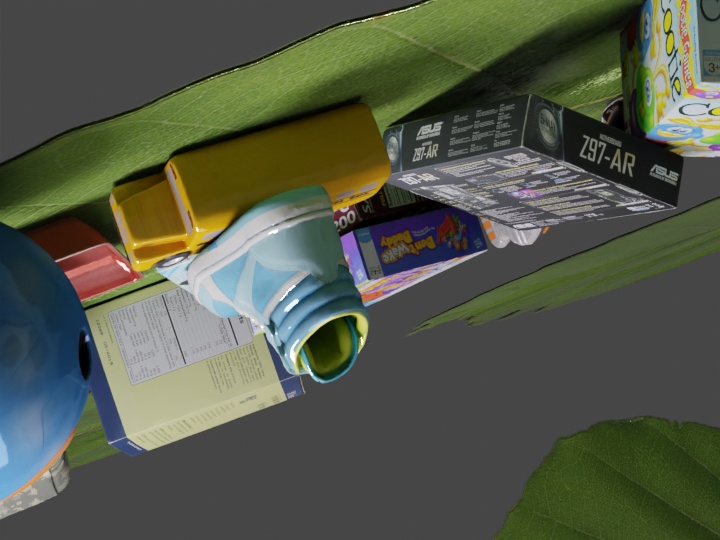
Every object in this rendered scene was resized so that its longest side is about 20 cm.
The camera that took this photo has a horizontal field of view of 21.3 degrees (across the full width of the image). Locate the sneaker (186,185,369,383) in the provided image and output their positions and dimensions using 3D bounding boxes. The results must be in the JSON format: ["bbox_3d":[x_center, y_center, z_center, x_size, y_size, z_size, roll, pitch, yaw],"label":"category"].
[{"bbox_3d":[-0.060,0.031,1.396,0.079,0.132,0.200,-17,169,-25],"label":"sneaker"}]

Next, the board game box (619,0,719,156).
[{"bbox_3d":[0.269,-0.159,1.426,0.104,0.104,0.200,0,169,-7],"label":"board game box"}]

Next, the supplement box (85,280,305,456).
[{"bbox_3d":[-0.172,0.087,1.944,0.198,0.135,0.200,-20,172,-3],"label":"supplement box"}]

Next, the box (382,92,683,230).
[{"bbox_3d":[0.131,-0.081,1.516,0.159,0.044,0.199,18,166,-30],"label":"box"}]

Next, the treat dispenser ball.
[{"bbox_3d":[-0.277,0.060,1.262,0.199,0.203,0.201,-20,172,-3],"label":"treat dispenser ball"}]

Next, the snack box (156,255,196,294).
[{"bbox_3d":[-0.115,-0.022,1.709,0.115,0.037,0.200,-21,172,2],"label":"snack box"}]

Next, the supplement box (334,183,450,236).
[{"bbox_3d":[0.046,-0.072,1.694,0.199,0.061,0.109,-14,170,-33],"label":"supplement box"}]

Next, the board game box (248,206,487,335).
[{"bbox_3d":[0.000,0.000,1.689,0.134,0.045,0.200,-14,173,-35],"label":"board game box"}]

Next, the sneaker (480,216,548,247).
[{"bbox_3d":[0.195,-0.079,2.021,0.111,0.078,0.200,-23,-177,-8],"label":"sneaker"}]

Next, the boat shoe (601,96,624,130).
[{"bbox_3d":[0.265,-0.138,1.813,0.072,0.073,0.200,-3,173,-3],"label":"boat shoe"}]

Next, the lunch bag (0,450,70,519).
[{"bbox_3d":[-0.391,0.158,1.867,0.198,0.140,0.168,-20,151,-10],"label":"lunch bag"}]

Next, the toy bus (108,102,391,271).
[{"bbox_3d":[-0.083,-0.062,1.420,0.198,0.066,0.078,-18,171,-19],"label":"toy bus"}]

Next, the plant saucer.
[{"bbox_3d":[-0.282,0.011,1.517,0.198,0.037,0.200,-20,172,-1],"label":"plant saucer"}]
